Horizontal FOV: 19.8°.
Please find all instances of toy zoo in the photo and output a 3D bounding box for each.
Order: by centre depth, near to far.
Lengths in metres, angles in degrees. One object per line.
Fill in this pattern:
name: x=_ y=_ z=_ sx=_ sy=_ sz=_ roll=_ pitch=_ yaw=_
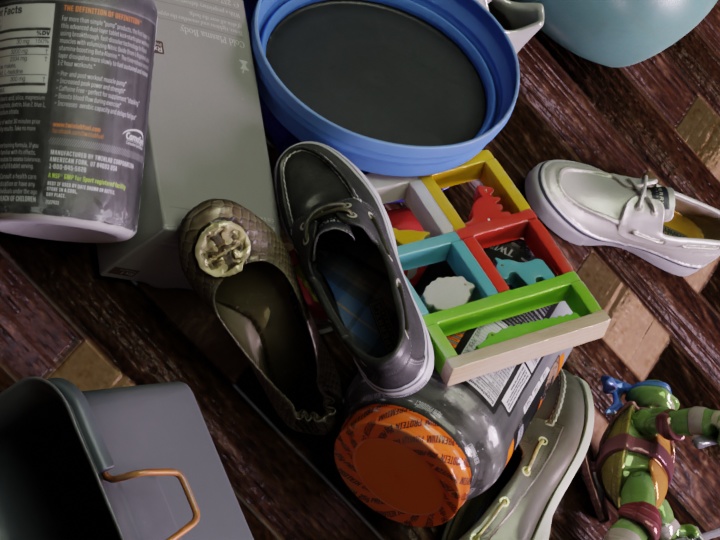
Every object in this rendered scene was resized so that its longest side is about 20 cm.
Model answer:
toy zoo: x=0.067 y=-0.017 z=1.428 sx=0.130 sy=0.021 sz=0.201 roll=-15 pitch=55 yaw=-26

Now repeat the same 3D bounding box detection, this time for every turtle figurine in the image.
turtle figurine: x=0.246 y=0.176 z=1.534 sx=0.200 sy=0.144 sz=0.195 roll=36 pitch=52 yaw=-13

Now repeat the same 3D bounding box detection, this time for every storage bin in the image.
storage bin: x=-0.136 y=0.156 z=1.246 sx=0.134 sy=0.145 sz=0.201 roll=-12 pitch=74 yaw=-53

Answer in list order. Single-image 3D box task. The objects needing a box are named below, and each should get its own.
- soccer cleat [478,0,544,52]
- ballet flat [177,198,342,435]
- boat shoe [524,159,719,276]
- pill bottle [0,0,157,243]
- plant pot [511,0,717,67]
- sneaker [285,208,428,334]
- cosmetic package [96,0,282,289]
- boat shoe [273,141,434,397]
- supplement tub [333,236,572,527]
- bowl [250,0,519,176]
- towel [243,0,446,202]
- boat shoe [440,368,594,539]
soccer cleat: x=0.061 y=-0.227 z=1.629 sx=0.199 sy=0.085 sz=0.069 roll=32 pitch=44 yaw=-34
ballet flat: x=-0.061 y=0.037 z=1.367 sx=0.201 sy=0.067 sz=0.046 roll=65 pitch=-2 yaw=-34
boat shoe: x=0.227 y=-0.051 z=1.693 sx=0.199 sy=0.070 sz=0.071 roll=22 pitch=55 yaw=-29
pill bottle: x=-0.186 y=-0.124 z=1.330 sx=0.106 sy=0.106 sz=0.202 roll=10 pitch=82 yaw=-35
plant pot: x=0.209 y=-0.269 z=1.723 sx=0.161 sy=0.200 sz=0.201 roll=51 pitch=44 yaw=-21
sneaker: x=0.000 y=0.000 z=1.470 sx=0.199 sy=0.085 sz=0.077 roll=-27 pitch=85 yaw=-44
cosmetic package: x=-0.128 y=-0.093 z=1.417 sx=0.106 sy=0.090 sz=0.201 roll=7 pitch=60 yaw=-40
boat shoe: x=-0.012 y=-0.010 z=1.359 sx=0.066 sy=0.070 sz=0.201 roll=54 pitch=14 yaw=-63
supplement tub: x=0.067 y=0.076 z=1.446 sx=0.123 sy=0.122 sz=0.200 roll=45 pitch=49 yaw=-10
bowl: x=0.015 y=-0.148 z=1.486 sx=0.199 sy=0.039 sz=0.202 roll=10 pitch=47 yaw=-11
towel: x=-0.021 y=-0.135 z=1.531 sx=0.147 sy=0.050 sz=0.201 roll=-19 pitch=70 yaw=-45
boat shoe: x=0.113 y=0.142 z=1.491 sx=0.060 sy=0.072 sz=0.202 roll=43 pitch=50 yaw=-22
